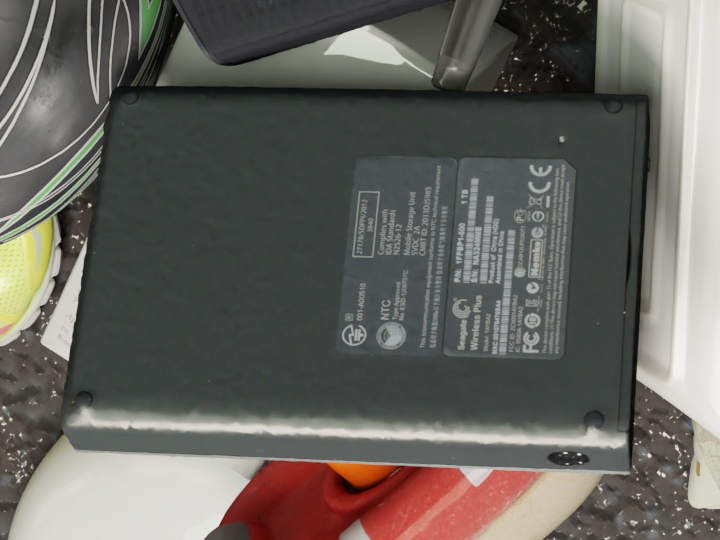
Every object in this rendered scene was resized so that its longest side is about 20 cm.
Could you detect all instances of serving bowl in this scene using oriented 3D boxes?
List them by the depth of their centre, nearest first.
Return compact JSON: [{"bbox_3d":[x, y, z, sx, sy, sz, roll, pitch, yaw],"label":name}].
[{"bbox_3d":[-0.074,0.154,1.149,0.200,0.066,0.200,8,111,20],"label":"serving bowl"}]

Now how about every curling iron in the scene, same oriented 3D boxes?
[{"bbox_3d":[0.057,-0.162,0.973,0.050,0.026,0.200,13,91,16],"label":"curling iron"}]

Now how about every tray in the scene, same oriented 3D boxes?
[{"bbox_3d":[0.112,-0.043,0.989,0.022,0.107,0.200,-7,110,-21],"label":"tray"}]

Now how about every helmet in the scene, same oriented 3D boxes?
[{"bbox_3d":[-0.167,-0.106,1.029,0.191,0.200,0.200,49,119,10],"label":"helmet"}]

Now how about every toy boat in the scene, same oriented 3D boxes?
[{"bbox_3d":[0.003,0.054,0.996,0.200,0.131,0.131,-42,111,6],"label":"toy boat"}]

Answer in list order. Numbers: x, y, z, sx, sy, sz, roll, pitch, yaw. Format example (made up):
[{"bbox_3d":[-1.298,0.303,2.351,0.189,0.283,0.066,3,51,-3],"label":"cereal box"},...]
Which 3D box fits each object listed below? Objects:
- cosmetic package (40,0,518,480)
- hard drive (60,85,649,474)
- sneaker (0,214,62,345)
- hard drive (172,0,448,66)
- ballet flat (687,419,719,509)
[{"bbox_3d":[-0.034,-0.031,1.062,0.113,0.081,0.200,34,116,9],"label":"cosmetic package"},{"bbox_3d":[0.000,0.000,0.945,0.200,0.033,0.140,2,64,9],"label":"hard drive"},{"bbox_3d":[-0.208,0.025,1.148,0.200,0.090,0.078,-42,87,27],"label":"sneaker"},{"bbox_3d":[-0.039,-0.177,0.942,0.135,0.042,0.200,-13,101,32],"label":"hard drive"},{"bbox_3d":[0.159,0.100,1.033,0.062,0.067,0.200,-14,101,33],"label":"ballet flat"}]
